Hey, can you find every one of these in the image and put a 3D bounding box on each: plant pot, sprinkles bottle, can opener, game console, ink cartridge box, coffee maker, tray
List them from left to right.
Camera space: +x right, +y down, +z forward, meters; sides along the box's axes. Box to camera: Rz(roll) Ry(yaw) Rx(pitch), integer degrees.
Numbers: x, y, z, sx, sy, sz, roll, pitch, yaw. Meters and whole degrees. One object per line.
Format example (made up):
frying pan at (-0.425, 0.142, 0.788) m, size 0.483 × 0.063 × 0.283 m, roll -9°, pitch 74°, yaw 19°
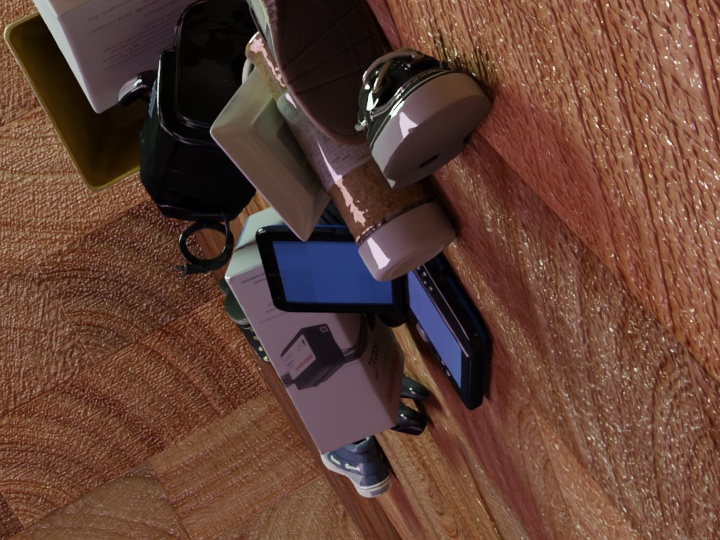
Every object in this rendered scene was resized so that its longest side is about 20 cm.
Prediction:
plant pot at (-0.249, -0.231, 2.035) m, size 0.200 × 0.200 × 0.176 m, roll 63°, pitch -176°, yaw -13°
coffee maker at (-0.122, -0.119, 1.617) m, size 0.200 × 0.134 × 0.193 m, roll 131°, pitch 120°, yaw -73°
tray at (-0.047, -0.104, 1.380) m, size 0.107 × 0.022 × 0.200 m, roll 50°, pitch -155°, yaw -13°
ink cartridge box at (-0.037, 0.046, 1.724) m, size 0.145 × 0.084 × 0.200 m, roll -79°, pitch -35°, yaw -65°
sprinkles bottle at (-0.008, -0.092, 1.325) m, size 0.200 × 0.068 × 0.068 m, roll 60°, pitch 173°, yaw 11°
game console at (0.012, 0.041, 1.497) m, size 0.171 × 0.118 × 0.200 m, roll 59°, pitch 173°, yaw 18°
can opener at (0.042, 0.136, 1.937) m, size 0.200 × 0.078 × 0.064 m, roll 136°, pitch 144°, yaw -79°

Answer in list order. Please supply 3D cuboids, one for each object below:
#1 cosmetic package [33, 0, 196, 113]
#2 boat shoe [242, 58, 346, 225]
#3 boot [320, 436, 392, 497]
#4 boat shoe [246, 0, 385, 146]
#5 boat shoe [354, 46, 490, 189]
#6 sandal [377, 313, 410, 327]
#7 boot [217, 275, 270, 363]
cosmetic package at (-0.220, -0.282, 1.672) m, size 0.168 × 0.166 × 0.200 m, roll 59°, pitch 172°, yaw 17°
boat shoe at (-0.032, -0.093, 1.510) m, size 0.066 × 0.074 × 0.200 m, roll -1°, pitch 112°, yaw 49°
boot at (-0.014, 0.255, 2.711) m, size 0.200 × 0.073 × 0.091 m, roll 30°, pitch 142°, yaw 61°
boat shoe at (-0.036, -0.177, 1.233) m, size 0.065 × 0.073 × 0.200 m, roll -41°, pitch -75°, yaw -86°
boat shoe at (0.026, -0.094, 1.079) m, size 0.064 × 0.071 × 0.200 m, roll 59°, pitch 174°, yaw 4°
sandal at (0.000, 0.000, 1.660) m, size 0.082 × 0.054 × 0.200 m, roll 59°, pitch 174°, yaw 25°
boot at (-0.170, 0.091, 3.112) m, size 0.154 × 0.073 × 0.204 m, roll 61°, pitch 177°, yaw -23°
